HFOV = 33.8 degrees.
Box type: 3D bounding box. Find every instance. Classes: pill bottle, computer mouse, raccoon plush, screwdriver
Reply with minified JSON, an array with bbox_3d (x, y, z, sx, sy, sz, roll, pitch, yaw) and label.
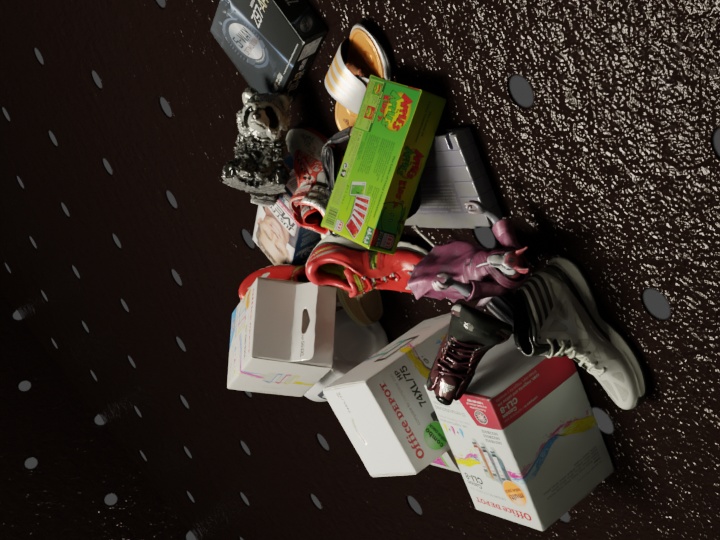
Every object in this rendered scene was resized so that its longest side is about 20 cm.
[{"bbox_3d":[-0.040,0.146,1.923,0.120,0.119,0.200,56,153,5],"label":"pill bottle"},{"bbox_3d":[0.020,-0.126,1.559,0.199,0.046,0.142,-11,85,53],"label":"computer mouse"},{"bbox_3d":[-0.150,-0.181,1.718,0.200,0.096,0.135,148,130,-74],"label":"raccoon plush"},{"bbox_3d":[0.143,0.006,1.554,0.200,0.029,0.028,47,149,17],"label":"screwdriver"}]

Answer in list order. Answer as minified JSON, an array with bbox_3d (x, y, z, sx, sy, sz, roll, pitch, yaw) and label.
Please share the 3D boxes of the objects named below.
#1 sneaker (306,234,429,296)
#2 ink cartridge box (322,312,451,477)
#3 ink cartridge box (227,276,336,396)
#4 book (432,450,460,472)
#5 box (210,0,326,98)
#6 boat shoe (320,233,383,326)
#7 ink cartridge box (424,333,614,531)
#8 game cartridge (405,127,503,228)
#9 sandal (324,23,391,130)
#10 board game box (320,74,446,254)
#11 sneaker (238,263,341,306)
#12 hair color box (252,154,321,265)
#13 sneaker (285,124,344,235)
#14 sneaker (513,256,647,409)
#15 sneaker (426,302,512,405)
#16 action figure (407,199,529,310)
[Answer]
[{"bbox_3d":[0.016,0.008,1.652,0.198,0.085,0.078,6,126,22],"label":"sneaker"},{"bbox_3d":[0.082,0.172,1.651,0.147,0.199,0.146,60,153,-4],"label":"ink cartridge box"},{"bbox_3d":[-0.117,0.098,1.773,0.200,0.124,0.130,130,144,-63],"label":"ink cartridge box"},{"bbox_3d":[0.087,0.250,1.899,0.200,0.048,0.134,3,122,60],"label":"book"},{"bbox_3d":[-0.132,-0.337,1.662,0.161,0.043,0.200,54,153,7],"label":"box"},{"bbox_3d":[0.000,0.000,1.757,0.066,0.074,0.201,1,129,32],"label":"boat shoe"},{"bbox_3d":[0.207,0.206,1.535,0.145,0.144,0.201,4,122,58],"label":"ink cartridge box"},{"bbox_3d":[0.095,-0.116,1.517,0.199,0.038,0.130,5,126,58],"label":"game cartridge"},{"bbox_3d":[-0.013,-0.230,1.552,0.079,0.059,0.207,48,152,19],"label":"sandal"},{"bbox_3d":[0.027,-0.132,1.472,0.101,0.047,0.202,26,100,47],"label":"board game box"},{"bbox_3d":[-0.100,0.018,1.839,0.085,0.198,0.078,34,-129,-73],"label":"sneaker"},{"bbox_3d":[-0.111,-0.081,1.875,0.100,0.060,0.200,49,153,19],"label":"hair color box"},{"bbox_3d":[-0.072,-0.130,1.703,0.201,0.108,0.068,43,150,29],"label":"sneaker"},{"bbox_3d":[0.244,0.095,1.388,0.201,0.115,0.076,58,153,1],"label":"sneaker"},{"bbox_3d":[0.124,0.107,1.412,0.075,0.116,0.200,24,175,6],"label":"sneaker"},{"bbox_3d":[0.145,0.008,1.409,0.149,0.134,0.200,42,160,-21],"label":"action figure"}]
